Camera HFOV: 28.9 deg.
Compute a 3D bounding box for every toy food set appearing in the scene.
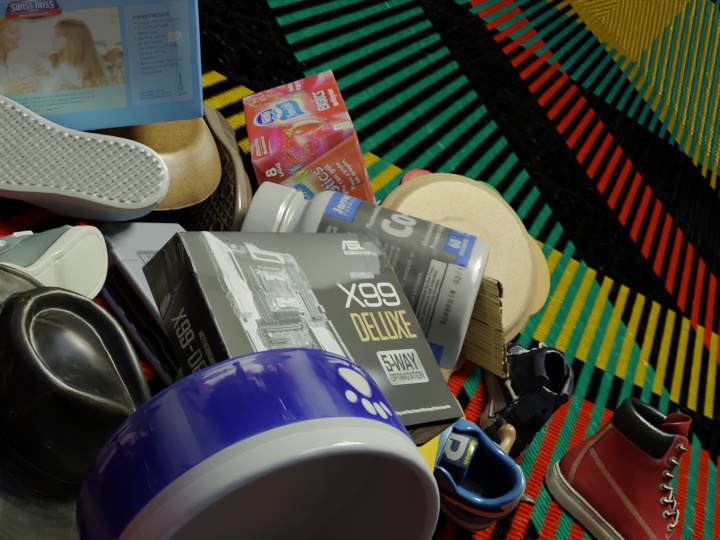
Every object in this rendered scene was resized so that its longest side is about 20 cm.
[{"bbox_3d":[0.093,-0.008,1.419,0.200,0.049,0.198,-41,92,-27],"label":"toy food set"}]

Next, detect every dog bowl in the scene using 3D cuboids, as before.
[{"bbox_3d":[-0.058,0.142,0.798,0.199,0.200,0.079,20,28,-45],"label":"dog bowl"}]

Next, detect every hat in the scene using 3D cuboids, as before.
[{"bbox_3d":[-0.175,0.068,0.822,0.201,0.080,0.202,47,27,-33],"label":"hat"}]

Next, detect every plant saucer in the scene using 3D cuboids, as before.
[{"bbox_3d":[-0.205,-0.128,1.181,0.198,0.036,0.201,20,33,-14],"label":"plant saucer"}]

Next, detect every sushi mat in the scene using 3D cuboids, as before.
[{"bbox_3d":[0.065,0.024,1.282,0.012,0.097,0.199,-22,30,-33],"label":"sushi mat"}]

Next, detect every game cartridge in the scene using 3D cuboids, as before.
[{"bbox_3d":[-0.123,0.045,1.085,0.201,0.041,0.133,52,27,19],"label":"game cartridge"}]

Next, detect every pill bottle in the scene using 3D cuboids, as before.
[{"bbox_3d":[0.000,0.000,1.164,0.198,0.115,0.114,18,22,5],"label":"pill bottle"}]

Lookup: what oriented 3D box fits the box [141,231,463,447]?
[{"bbox_3d":[-0.036,0.052,0.959,0.199,0.050,0.159,0,58,-48],"label":"box"}]

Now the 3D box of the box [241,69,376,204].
[{"bbox_3d":[-0.051,-0.110,1.327,0.200,0.099,0.096,-106,179,-66],"label":"box"}]

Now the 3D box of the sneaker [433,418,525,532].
[{"bbox_3d":[0.049,0.136,1.120,0.199,0.082,0.075,31,67,-11],"label":"sneaker"}]

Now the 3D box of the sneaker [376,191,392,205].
[{"bbox_3d":[0.080,-0.005,1.472,0.201,0.077,0.076,52,22,15],"label":"sneaker"}]

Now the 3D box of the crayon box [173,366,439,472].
[{"bbox_3d":[-0.042,0.128,0.979,0.199,0.058,0.173,39,37,-19],"label":"crayon box"}]

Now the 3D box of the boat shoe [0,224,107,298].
[{"bbox_3d":[-0.241,0.018,0.924,0.061,0.074,0.200,3,20,20],"label":"boat shoe"}]

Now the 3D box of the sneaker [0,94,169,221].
[{"bbox_3d":[-0.247,-0.076,1.057,0.198,0.082,0.075,19,70,-11],"label":"sneaker"}]

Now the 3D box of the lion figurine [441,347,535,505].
[{"bbox_3d":[0.070,0.136,1.209,0.201,0.072,0.122,53,30,13],"label":"lion figurine"}]

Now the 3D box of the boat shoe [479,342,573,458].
[{"bbox_3d":[0.176,0.108,1.409,0.074,0.093,0.200,39,22,-10],"label":"boat shoe"}]

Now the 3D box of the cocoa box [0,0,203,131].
[{"bbox_3d":[-0.229,-0.197,1.091,0.197,0.134,0.132,-7,41,-11],"label":"cocoa box"}]

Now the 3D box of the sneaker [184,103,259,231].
[{"bbox_3d":[-0.119,-0.081,1.277,0.075,0.070,0.201,33,25,-38],"label":"sneaker"}]

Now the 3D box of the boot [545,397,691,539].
[{"bbox_3d":[0.297,0.221,1.346,0.200,0.144,0.072,43,20,-4],"label":"boot"}]
